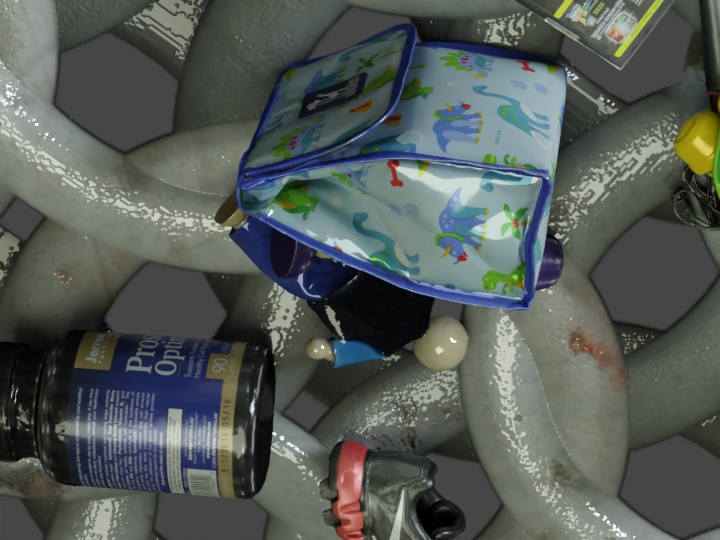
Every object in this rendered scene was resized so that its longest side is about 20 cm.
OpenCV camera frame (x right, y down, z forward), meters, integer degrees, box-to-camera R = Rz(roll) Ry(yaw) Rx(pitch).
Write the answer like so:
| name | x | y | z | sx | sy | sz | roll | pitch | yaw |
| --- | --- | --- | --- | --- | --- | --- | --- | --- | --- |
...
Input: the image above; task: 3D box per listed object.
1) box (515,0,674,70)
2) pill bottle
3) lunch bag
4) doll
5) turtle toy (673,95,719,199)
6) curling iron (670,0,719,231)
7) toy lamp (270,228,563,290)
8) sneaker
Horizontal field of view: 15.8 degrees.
| name | x | y | z | sx | sy | sz | roll | pitch | yaw |
| --- | --- | --- | --- | --- | --- | --- | --- | --- | --- |
| box | 0.158 | -0.250 | 1.651 | 0.160 | 0.044 | 0.200 | 31 | 118 | -10 |
| pill bottle | -0.165 | 0.100 | 1.846 | 0.199 | 0.112 | 0.112 | 4 | 119 | 5 |
| lunch bag | 0.028 | -0.075 | 1.691 | 0.199 | 0.170 | 0.128 | 8 | 120 | 5 |
| doll | 0.000 | 0.000 | 1.804 | 0.200 | 0.048 | 0.137 | 41 | 94 | -16 |
| turtle toy | 0.306 | -0.095 | 1.668 | 0.146 | 0.101 | 0.200 | 39 | 88 | -9 |
| curling iron | 0.231 | -0.114 | 1.725 | 0.049 | 0.026 | 0.201 | -1 | 118 | 5 |
| toy lamp | 0.042 | -0.013 | 1.759 | 0.199 | 0.058 | 0.058 | 3 | 122 | -22 |
| sneaker | 0.032 | 0.215 | 1.906 | 0.097 | 0.071 | 0.201 | -3 | 117 | 12 |
